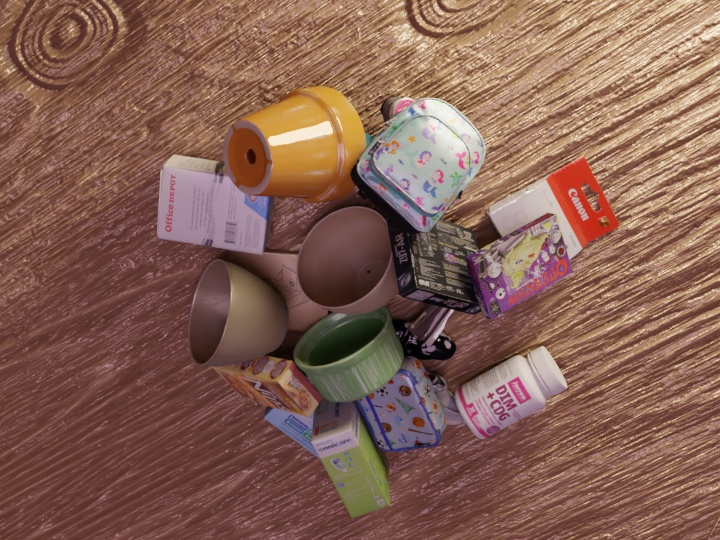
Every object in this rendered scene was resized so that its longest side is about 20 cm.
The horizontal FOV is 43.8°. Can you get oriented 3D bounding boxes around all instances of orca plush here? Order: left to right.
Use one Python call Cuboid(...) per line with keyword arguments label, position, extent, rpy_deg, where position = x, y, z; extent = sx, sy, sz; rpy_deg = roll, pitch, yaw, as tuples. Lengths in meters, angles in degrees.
Cuboid(label="orca plush", position=(0.097, 0.129, 1.750), extent=(0.200, 0.071, 0.105), rpy_deg=(38, 109, -12))

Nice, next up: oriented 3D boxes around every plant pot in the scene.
Cuboid(label="plant pot", position=(-0.124, -0.202, 1.516), extent=(0.200, 0.183, 0.200), rpy_deg=(16, 115, 40))
Cuboid(label="plant pot", position=(0.000, 0.000, 1.655), extent=(0.200, 0.200, 0.134), rpy_deg=(-31, 145, 14))

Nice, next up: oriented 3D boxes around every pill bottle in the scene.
Cuboid(label="pill bottle", position=(0.296, 0.238, 1.764), extent=(0.200, 0.113, 0.113), rpy_deg=(-33, 108, 14))

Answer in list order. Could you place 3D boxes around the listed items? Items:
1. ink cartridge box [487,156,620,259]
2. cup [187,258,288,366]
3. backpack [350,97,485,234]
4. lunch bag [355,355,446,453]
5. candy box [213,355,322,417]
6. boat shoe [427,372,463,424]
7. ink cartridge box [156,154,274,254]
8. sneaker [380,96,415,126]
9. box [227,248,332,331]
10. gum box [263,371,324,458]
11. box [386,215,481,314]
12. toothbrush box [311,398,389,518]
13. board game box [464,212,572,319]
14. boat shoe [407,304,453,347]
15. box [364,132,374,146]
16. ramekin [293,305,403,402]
Cuboid(label="ink cartridge box", position=(0.359, -0.092, 1.659), extent=(0.200, 0.057, 0.163), rpy_deg=(-27, 109, 18))
Cuboid(label="cup", position=(-0.220, 0.089, 1.677), extent=(0.143, 0.200, 0.200), rpy_deg=(12, 115, -29))
Cuboid(label="backpack", position=(0.103, -0.181, 1.471), extent=(0.178, 0.151, 0.200), rpy_deg=(43, 77, -5))
Cuboid(label="lunch bag", position=(0.072, 0.266, 1.749), extent=(0.160, 0.076, 0.200), rpy_deg=(-11, 112, 27))
Cuboid(label="candy box", position=(-0.182, 0.215, 1.734), extent=(0.200, 0.055, 0.115), rpy_deg=(7, 143, 43))
Cuboid(label="boat shoe", position=(0.136, 0.235, 1.794), extent=(0.200, 0.072, 0.069), rpy_deg=(36, 126, -1))
Cuboid(label="ink cartridge box", position=(-0.265, -0.123, 1.654), extent=(0.200, 0.084, 0.146), rpy_deg=(10, 113, -1))
Cuboid(label="sneaker", position=(0.100, -0.240, 1.600), extent=(0.074, 0.087, 0.200), rpy_deg=(-45, 128, -2))
Cuboid(label="box", position=(-0.159, 0.038, 1.751), extent=(0.200, 0.021, 0.164), rpy_deg=(6, 112, 1))
Cuboid(label="gum box", position=(-0.069, 0.276, 1.834), extent=(0.170, 0.045, 0.200), rpy_deg=(39, 110, -14))
Cuboid(label="box", position=(0.140, -0.016, 1.595), extent=(0.200, 0.160, 0.044), rpy_deg=(14, 147, -42))
Cuboid(label="toothbrush box", position=(-0.017, 0.359, 1.767), extent=(0.086, 0.146, 0.200), rpy_deg=(-20, 114, 9))
Cuboid(label="board game box", position=(0.287, -0.010, 1.608), extent=(0.200, 0.032, 0.120), rpy_deg=(-28, 113, -22))
Cuboid(label="boat shoe", position=(0.166, 0.050, 1.710), extent=(0.060, 0.072, 0.200), rpy_deg=(35, 97, 7))
Cuboid(label="box", position=(0.058, -0.175, 1.590), extent=(0.200, 0.049, 0.082), rpy_deg=(25, 153, 8))
Cuboid(label="ramekin", position=(-0.016, 0.156, 1.681), extent=(0.200, 0.200, 0.098), rpy_deg=(-23, 114, 12))
